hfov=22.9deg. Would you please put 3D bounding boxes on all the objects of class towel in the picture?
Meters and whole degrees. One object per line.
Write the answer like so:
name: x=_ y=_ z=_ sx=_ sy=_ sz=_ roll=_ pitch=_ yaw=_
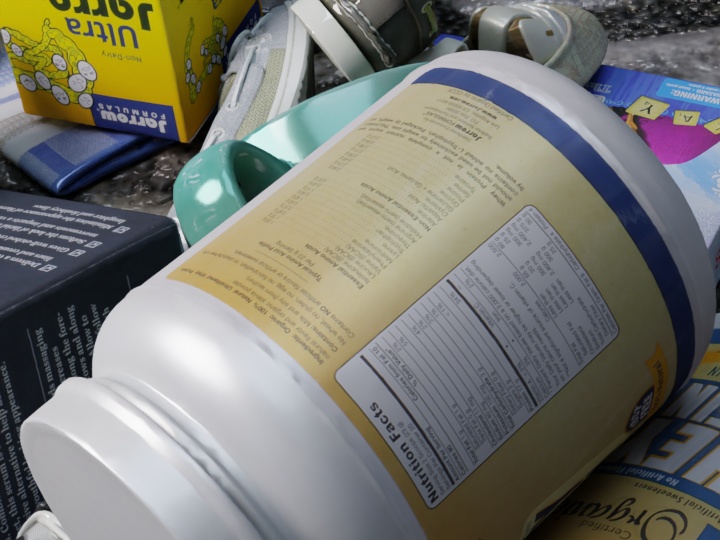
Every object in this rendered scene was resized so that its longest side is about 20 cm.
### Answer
towel: x=-0.172 y=-0.122 z=1.049 sx=0.147 sy=0.024 sz=0.200 roll=-31 pitch=46 yaw=-25

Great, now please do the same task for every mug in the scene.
mug: x=0.000 y=0.003 z=0.749 sx=0.185 sy=0.152 sz=0.115 roll=-16 pitch=71 yaw=-29

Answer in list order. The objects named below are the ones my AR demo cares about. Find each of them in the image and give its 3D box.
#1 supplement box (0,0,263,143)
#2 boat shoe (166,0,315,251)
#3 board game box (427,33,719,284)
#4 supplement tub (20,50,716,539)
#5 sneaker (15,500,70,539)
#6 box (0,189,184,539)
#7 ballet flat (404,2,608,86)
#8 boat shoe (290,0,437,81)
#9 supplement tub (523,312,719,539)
supplement box: x=-0.132 y=-0.184 z=0.946 sx=0.108 sy=0.200 sz=0.110 roll=11 pitch=47 yaw=19
boat shoe: x=-0.059 y=-0.073 z=0.942 sx=0.064 sy=0.075 sz=0.202 roll=4 pitch=48 yaw=5
board game box: x=0.091 y=-0.036 z=0.902 sx=0.199 sy=0.041 sz=0.200 roll=13 pitch=44 yaw=22
supplement tub: x=0.004 y=0.036 z=0.583 sx=0.200 sy=0.145 sz=0.144 roll=-40 pitch=50 yaw=-23
sneaker: x=-0.095 y=0.108 z=0.666 sx=0.074 sy=0.088 sz=0.201 roll=-17 pitch=49 yaw=47
box: x=-0.183 y=0.053 z=0.731 sx=0.148 sy=0.107 sz=0.200 roll=10 pitch=29 yaw=41
ballet flat: x=0.063 y=-0.097 z=0.897 sx=0.067 sy=0.063 sz=0.200 roll=21 pitch=47 yaw=31
boat shoe: x=0.009 y=-0.133 z=0.920 sx=0.060 sy=0.072 sz=0.202 roll=-40 pitch=5 yaw=7
supplement tub: x=0.118 y=0.124 z=0.632 sx=0.144 sy=0.145 sz=0.200 roll=22 pitch=48 yaw=29
